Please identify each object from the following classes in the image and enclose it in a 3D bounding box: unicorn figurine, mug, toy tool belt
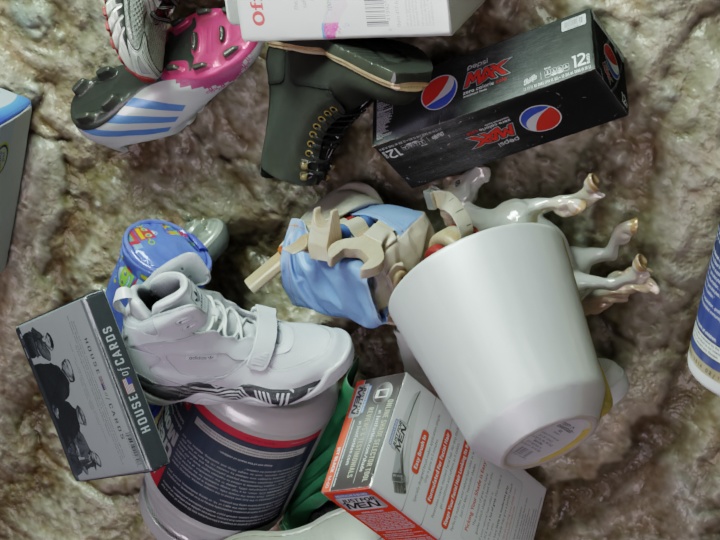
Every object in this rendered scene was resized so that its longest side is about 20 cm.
[{"bbox_3d":[0.148,-0.032,1.491,0.137,0.074,0.201,-22,110,38],"label":"unicorn figurine"},{"bbox_3d":[0.133,0.064,1.414,0.154,0.185,0.150,67,152,26],"label":"mug"},{"bbox_3d":[0.000,0.000,1.494,0.199,0.122,0.126,9,121,52],"label":"toy tool belt"}]

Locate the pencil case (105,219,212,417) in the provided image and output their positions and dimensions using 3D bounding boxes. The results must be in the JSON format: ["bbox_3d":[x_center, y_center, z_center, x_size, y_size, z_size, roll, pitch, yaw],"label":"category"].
[{"bbox_3d":[-0.186,0.048,1.575,0.078,0.086,0.201,45,133,27],"label":"pencil case"}]

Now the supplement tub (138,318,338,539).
[{"bbox_3d":[-0.113,0.151,1.623,0.140,0.141,0.201,30,126,5],"label":"supplement tub"}]

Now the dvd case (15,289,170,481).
[{"bbox_3d":[-0.229,0.102,1.535,0.200,0.025,0.151,-18,93,62],"label":"dvd case"}]

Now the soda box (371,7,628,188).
[{"bbox_3d":[0.110,-0.135,1.454,0.199,0.064,0.071,-17,143,25],"label":"soda box"}]

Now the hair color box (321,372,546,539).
[{"bbox_3d":[0.066,0.187,1.548,0.064,0.112,0.200,-12,137,42],"label":"hair color box"}]

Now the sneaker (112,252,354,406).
[{"bbox_3d":[-0.106,0.049,1.480,0.198,0.076,0.116,-4,134,1],"label":"sneaker"}]

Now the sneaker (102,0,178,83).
[{"bbox_3d":[-0.161,-0.254,1.482,0.081,0.078,0.202,8,94,10],"label":"sneaker"}]

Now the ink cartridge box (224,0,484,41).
[{"bbox_3d":[-0.012,-0.258,1.422,0.198,0.125,0.130,2,113,19],"label":"ink cartridge box"}]

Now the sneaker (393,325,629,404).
[{"bbox_3d":[0.122,0.071,1.549,0.198,0.074,0.116,-8,113,24],"label":"sneaker"}]

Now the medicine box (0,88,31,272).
[{"bbox_3d":[-0.419,-0.092,1.656,0.198,0.103,0.183,21,118,10],"label":"medicine box"}]

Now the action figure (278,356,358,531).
[{"bbox_3d":[-0.028,0.183,1.647,0.054,0.119,0.200,16,138,-18],"label":"action figure"}]

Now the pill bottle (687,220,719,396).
[{"bbox_3d":[0.329,-0.002,1.419,0.110,0.111,0.202,15,117,13],"label":"pill bottle"}]

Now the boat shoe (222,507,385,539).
[{"bbox_3d":[-0.059,0.258,1.592,0.198,0.075,0.062,-21,136,1],"label":"boat shoe"}]

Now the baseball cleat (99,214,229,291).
[{"bbox_3d":[-0.170,0.028,1.650,0.199,0.070,0.106,-31,113,33],"label":"baseball cleat"}]

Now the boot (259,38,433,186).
[{"bbox_3d":[-0.014,-0.120,1.462,0.200,0.077,0.140,30,116,57],"label":"boot"}]

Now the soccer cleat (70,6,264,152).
[{"bbox_3d":[-0.154,-0.161,1.554,0.199,0.070,0.086,-22,149,23],"label":"soccer cleat"}]
